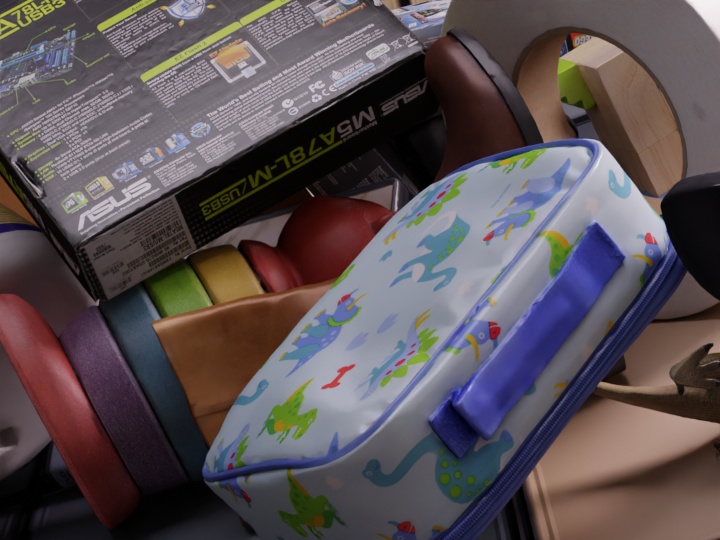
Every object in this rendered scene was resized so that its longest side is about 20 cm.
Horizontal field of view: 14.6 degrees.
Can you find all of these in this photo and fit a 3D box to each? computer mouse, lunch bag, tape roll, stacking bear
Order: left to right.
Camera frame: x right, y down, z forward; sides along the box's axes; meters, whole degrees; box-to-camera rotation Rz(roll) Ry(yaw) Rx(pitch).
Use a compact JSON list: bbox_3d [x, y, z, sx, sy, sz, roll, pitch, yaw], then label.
[{"bbox_3d":[-0.061,0.032,1.366,0.200,0.121,0.114,-29,51,-5],"label":"stacking bear"},{"bbox_3d":[0.036,0.038,1.169,0.200,0.082,0.161,-50,17,-26],"label":"lunch bag"},{"bbox_3d":[0.124,-0.073,1.346,0.203,0.203,0.037,-5,20,48],"label":"tape roll"},{"bbox_3d":[0.207,-0.004,1.145,0.200,0.053,0.138,6,-10,-37],"label":"computer mouse"}]

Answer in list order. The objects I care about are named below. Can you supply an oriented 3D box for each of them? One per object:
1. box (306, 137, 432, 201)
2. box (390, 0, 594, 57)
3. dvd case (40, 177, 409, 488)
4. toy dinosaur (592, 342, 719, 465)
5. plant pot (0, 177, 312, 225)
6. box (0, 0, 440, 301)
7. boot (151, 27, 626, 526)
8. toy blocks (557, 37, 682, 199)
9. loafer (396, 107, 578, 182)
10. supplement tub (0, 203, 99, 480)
[{"bbox_3d":[-0.017,-0.079,1.561,0.049,0.200,0.161,-41,7,11],"label":"box"},{"bbox_3d":[0.062,-0.131,1.563,0.137,0.040,0.200,-12,9,4],"label":"box"},{"bbox_3d":[-0.070,0.032,1.460,0.200,0.018,0.143,-15,47,23],"label":"dvd case"},{"bbox_3d":[0.162,0.052,1.154,0.200,0.058,0.101,-7,3,20],"label":"toy dinosaur"},{"bbox_3d":[-0.119,-0.036,1.620,0.140,0.200,0.200,-39,16,-6],"label":"plant pot"},{"bbox_3d":[-0.091,-0.096,1.394,0.200,0.048,0.193,-31,43,-12],"label":"box"},{"bbox_3d":[0.000,0.000,1.312,0.200,0.188,0.068,-20,-5,-1],"label":"boot"},{"bbox_3d":[0.202,-0.085,1.441,0.200,0.137,0.100,-31,18,-10],"label":"toy blocks"},{"bbox_3d":[0.078,-0.059,1.606,0.072,0.063,0.200,-24,-15,22],"label":"loafer"},{"bbox_3d":[-0.248,0.011,1.452,0.200,0.145,0.145,30,45,33],"label":"supplement tub"}]
